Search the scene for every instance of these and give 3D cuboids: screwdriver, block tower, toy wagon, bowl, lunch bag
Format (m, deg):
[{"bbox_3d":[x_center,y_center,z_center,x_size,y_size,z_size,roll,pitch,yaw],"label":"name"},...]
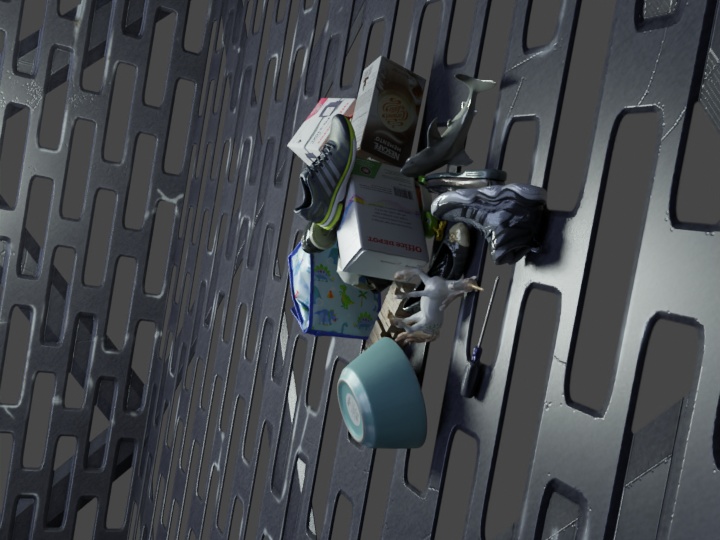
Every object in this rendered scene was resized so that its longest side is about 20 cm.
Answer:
[{"bbox_3d":[0.193,0.106,1.256,0.029,0.027,0.205,-57,-19,-84],"label":"screwdriver"},{"bbox_3d":[0.059,0.113,1.492,0.203,0.053,0.058,-66,31,27],"label":"block tower"},{"bbox_3d":[0.098,-0.104,1.495,0.200,0.039,0.159,38,116,61],"label":"toy wagon"},{"bbox_3d":[0.027,0.231,1.388,0.201,0.103,0.204,49,147,48],"label":"bowl"},{"bbox_3d":[-0.050,0.045,1.605,0.128,0.167,0.204,-49,43,46],"label":"lunch bag"}]

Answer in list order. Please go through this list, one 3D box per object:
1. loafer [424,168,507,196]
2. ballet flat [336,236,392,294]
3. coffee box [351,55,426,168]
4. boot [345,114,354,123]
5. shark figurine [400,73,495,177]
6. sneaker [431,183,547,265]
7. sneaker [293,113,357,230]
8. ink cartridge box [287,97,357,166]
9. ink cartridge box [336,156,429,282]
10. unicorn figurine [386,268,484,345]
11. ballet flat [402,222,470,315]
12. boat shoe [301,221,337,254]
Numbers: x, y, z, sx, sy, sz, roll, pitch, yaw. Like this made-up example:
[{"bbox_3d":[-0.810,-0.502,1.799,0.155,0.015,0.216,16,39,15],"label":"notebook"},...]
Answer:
[{"bbox_3d":[0.170,-0.134,1.331,0.199,0.070,0.065,5,92,62],"label":"loafer"},{"bbox_3d":[0.000,0.000,1.499,0.068,0.199,0.068,-45,52,7],"label":"ballet flat"},{"bbox_3d":[0.049,-0.294,1.534,0.079,0.112,0.204,-19,55,60],"label":"coffee box"},{"bbox_3d":[0.007,-0.291,1.609,0.074,0.107,0.202,-26,27,38],"label":"boot"},{"bbox_3d":[0.173,-0.232,1.373,0.090,0.127,0.216,45,107,29],"label":"shark figurine"},{"bbox_3d":[0.192,-0.066,1.208,0.197,0.075,0.117,-4,83,39],"label":"sneaker"},{"bbox_3d":[-0.062,-0.176,1.383,0.074,0.079,0.205,21,100,62],"label":"sneaker"},{"bbox_3d":[-0.064,-0.308,1.777,0.146,0.084,0.199,-54,27,-6],"label":"ink cartridge box"},{"bbox_3d":[0.032,-0.091,1.421,0.084,0.142,0.204,-46,43,47],"label":"ink cartridge box"},{"bbox_3d":[0.119,0.052,1.335,0.202,0.134,0.075,102,175,-53],"label":"unicorn figurine"},{"bbox_3d":[0.136,0.005,1.365,0.203,0.056,0.067,-66,32,29],"label":"ballet flat"},{"bbox_3d":[-0.055,-0.118,1.495,0.067,0.071,0.202,-33,27,58],"label":"boat shoe"}]
